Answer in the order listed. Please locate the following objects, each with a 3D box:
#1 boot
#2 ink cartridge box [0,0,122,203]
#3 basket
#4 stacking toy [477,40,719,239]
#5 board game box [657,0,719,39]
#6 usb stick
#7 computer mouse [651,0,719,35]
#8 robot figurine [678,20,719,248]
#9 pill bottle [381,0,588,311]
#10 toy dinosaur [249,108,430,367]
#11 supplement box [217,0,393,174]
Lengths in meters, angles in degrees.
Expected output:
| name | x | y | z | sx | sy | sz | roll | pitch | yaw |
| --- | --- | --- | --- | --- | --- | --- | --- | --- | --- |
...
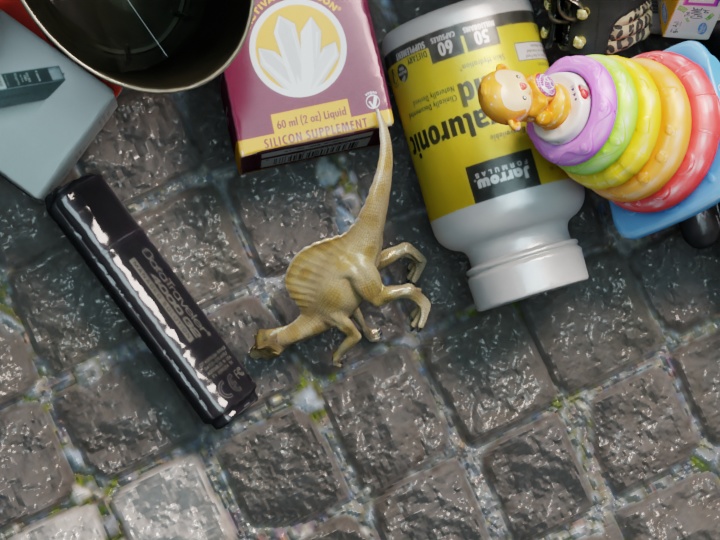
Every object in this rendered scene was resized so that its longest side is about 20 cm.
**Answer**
| name | x | y | z | sx | sy | sz | roll | pitch | yaw |
| --- | --- | --- | --- | --- | --- | --- | --- | --- | --- |
| boot | 0.132 | -0.208 | 1.132 | 0.202 | 0.073 | 0.155 | -24 | 128 | -36 |
| ink cartridge box | -0.250 | -0.174 | 1.214 | 0.199 | 0.044 | 0.174 | 36 | 84 | -1 |
| basket | -0.154 | -0.190 | 1.104 | 0.136 | 0.200 | 0.181 | -37 | 98 | -7 |
| stacking toy | 0.146 | -0.099 | 1.116 | 0.199 | 0.109 | 0.117 | 10 | 62 | -44 |
| board game box | 0.227 | -0.279 | 1.185 | 0.034 | 0.135 | 0.202 | 2 | 58 | -7 |
| usb stick | -0.144 | 0.019 | 1.205 | 0.033 | 0.055 | 0.201 | -38 | 89 | 36 |
| computer mouse | 0.252 | -0.206 | 1.267 | 0.198 | 0.044 | 0.111 | 3 | 89 | -11 |
| robot figurine | 0.298 | -0.083 | 1.209 | 0.149 | 0.124 | 0.202 | -13 | 98 | 36 |
| pill bottle | 0.092 | -0.079 | 1.204 | 0.110 | 0.111 | 0.202 | -16 | 87 | -7 |
| toy dinosaur | 0.000 | 0.000 | 1.187 | 0.100 | 0.058 | 0.201 | 22 | 111 | -28 |
| supplement box | -0.053 | -0.180 | 1.211 | 0.109 | 0.086 | 0.202 | -12 | 86 | -6 |
